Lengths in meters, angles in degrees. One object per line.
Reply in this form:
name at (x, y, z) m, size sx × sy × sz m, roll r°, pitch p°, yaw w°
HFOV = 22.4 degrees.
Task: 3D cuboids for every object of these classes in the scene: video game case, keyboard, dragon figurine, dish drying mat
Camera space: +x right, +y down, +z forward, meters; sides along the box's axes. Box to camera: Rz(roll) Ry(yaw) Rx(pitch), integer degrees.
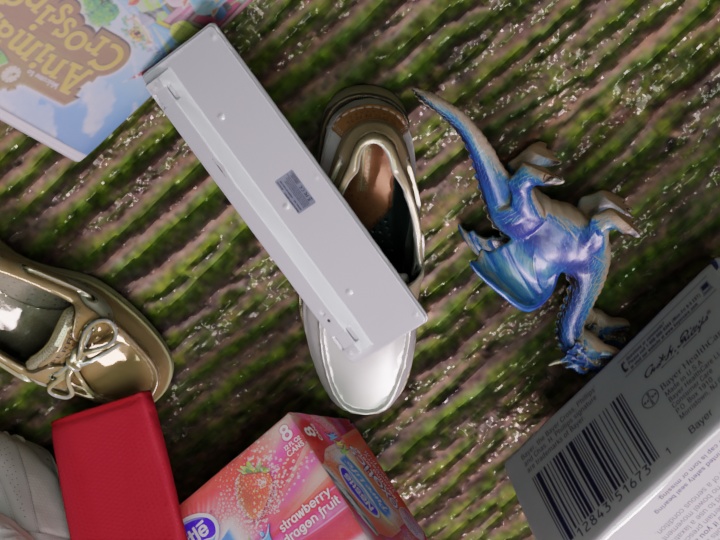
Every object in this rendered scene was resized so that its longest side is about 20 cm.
video game case at (-0.147, -0.154, 0.931) m, size 0.182 × 0.022 × 0.200 m, roll -41°, pitch 146°, yaw 14°
keyboard at (-0.041, -0.040, 0.996) m, size 0.056 × 0.011 × 0.201 m, roll -33°, pitch 100°, yaw 21°
dragon figurine at (0.093, -0.016, 1.047) m, size 0.199 × 0.059 × 0.100 m, roll 32°, pitch 109°, yaw -18°
dish drying mat at (-0.128, 0.176, 1.048) m, size 0.076 × 0.018 × 0.202 m, roll -17°, pitch 81°, yaw 21°

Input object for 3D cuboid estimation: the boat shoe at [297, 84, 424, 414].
boat shoe at (0.000, 0.000, 1.043) m, size 0.074 × 0.069 × 0.202 m, roll -4°, pitch 115°, yaw -2°

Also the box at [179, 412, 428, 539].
box at (-0.070, 0.185, 1.088) m, size 0.200 × 0.094 × 0.103 m, roll -40°, pitch 68°, yaw 14°

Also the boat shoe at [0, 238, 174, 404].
boat shoe at (-0.196, 0.026, 1.044) m, size 0.200 × 0.063 × 0.073 m, roll 38°, pitch 107°, yaw -19°

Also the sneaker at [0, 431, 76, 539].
sneaker at (-0.234, 0.118, 1.086) m, size 0.076 × 0.092 × 0.201 m, roll -38°, pitch 90°, yaw 37°

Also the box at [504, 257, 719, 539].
box at (0.221, 0.126, 1.071) m, size 0.199 × 0.105 × 0.184 m, roll 34°, pitch 109°, yaw -34°
